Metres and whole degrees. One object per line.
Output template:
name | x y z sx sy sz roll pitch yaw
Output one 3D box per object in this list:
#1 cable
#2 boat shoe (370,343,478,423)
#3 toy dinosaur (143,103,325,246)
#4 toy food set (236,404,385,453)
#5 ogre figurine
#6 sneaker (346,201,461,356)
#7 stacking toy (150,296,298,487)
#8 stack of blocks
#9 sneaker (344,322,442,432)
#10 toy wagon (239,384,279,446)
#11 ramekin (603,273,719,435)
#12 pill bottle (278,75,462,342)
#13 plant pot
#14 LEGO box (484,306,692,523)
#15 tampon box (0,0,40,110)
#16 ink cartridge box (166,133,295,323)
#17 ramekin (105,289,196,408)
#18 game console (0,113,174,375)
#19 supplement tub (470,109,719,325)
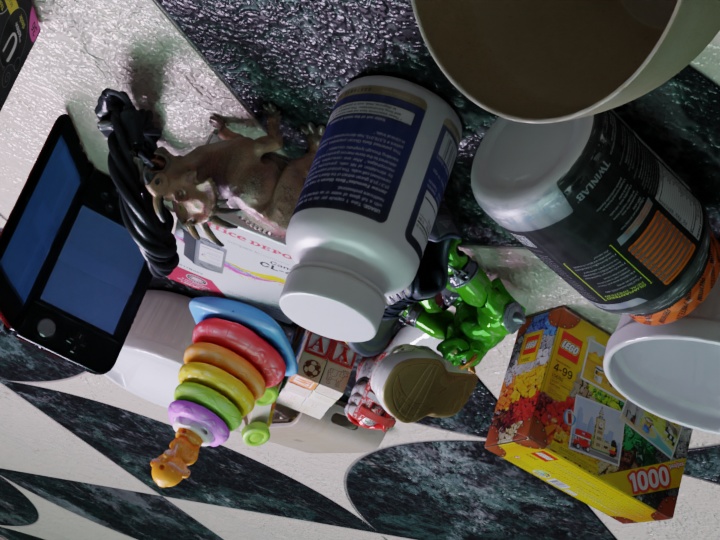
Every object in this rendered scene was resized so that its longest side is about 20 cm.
cable | -0.194 -0.073 1.282 0.051 0.163 0.200 -17 166 -5
boat shoe | 0.049 0.106 1.390 0.069 0.071 0.200 35 -175 25
toy dinosaur | -0.092 -0.069 1.241 0.200 0.136 0.086 24 156 -10
toy food set | -0.079 0.206 1.926 0.143 0.061 0.200 22 160 -35
ogre figurine | 0.095 0.032 1.374 0.120 0.098 0.200 38 139 1
sneaker | 0.033 0.009 1.273 0.074 0.081 0.200 -9 136 -31
stacking toy | -0.156 0.138 1.432 0.116 0.200 0.110 16 150 21
stack of blocks | -0.052 0.107 1.607 0.058 0.115 0.200 22 156 -6
sneaker | 0.046 0.123 1.574 0.067 0.108 0.201 27 155 -16
toy wagon | -0.121 0.096 1.597 0.039 0.155 0.200 -1 134 -17
ramekin | 0.324 0.061 1.238 0.200 0.105 0.200 16 156 7
pill bottle | 0.004 -0.048 1.132 0.111 0.200 0.111 16 155 8
plant pot | 0.143 -0.186 0.791 0.134 0.201 0.200 -8 179 -42
LEGO box | 0.242 0.153 1.439 0.200 0.149 0.077 30 154 -23
tampon box | -0.393 -0.220 1.160 0.200 0.126 0.150 16 156 6
ink cartridge box | -0.107 -0.036 1.385 0.147 0.086 0.200 22 158 -3
ramekin | -0.231 0.102 1.759 0.202 0.094 0.202 16 156 7
game console | -0.277 -0.022 1.398 0.172 0.200 0.119 29 156 -19
supplement tub | 0.190 -0.046 1.092 0.122 0.123 0.200 -8 144 46
